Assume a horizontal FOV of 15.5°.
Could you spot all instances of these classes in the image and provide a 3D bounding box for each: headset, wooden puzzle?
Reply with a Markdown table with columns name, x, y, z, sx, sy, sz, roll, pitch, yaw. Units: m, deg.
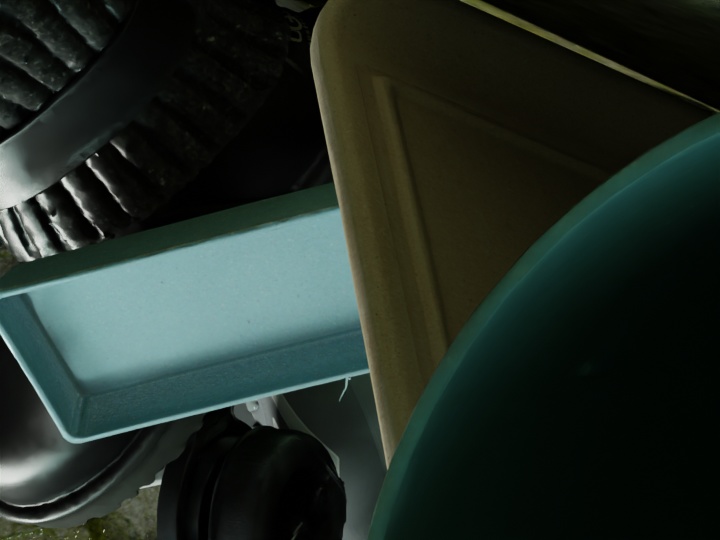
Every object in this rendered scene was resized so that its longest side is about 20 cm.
| name | x | y | z | sx | sy | sz | roll | pitch | yaw |
| --- | --- | --- | --- | --- | --- | --- | --- | --- | --- |
| headset | -0.005 | 0.093 | 0.845 | 0.123 | 0.201 | 0.094 | 29 | -154 | 16 |
| wooden puzzle | 0.073 | 0.032 | 0.613 | 0.185 | 0.037 | 0.200 | 21 | -142 | -24 |

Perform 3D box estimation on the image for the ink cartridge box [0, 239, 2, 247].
| name | x | y | z | sx | sy | sz | roll | pitch | yaw |
| --- | --- | --- | --- | --- | --- | --- | --- | --- | --- |
| ink cartridge box | -0.162 | -0.058 | 0.895 | 0.084 | 0.147 | 0.200 | 23 | 178 | 4 |

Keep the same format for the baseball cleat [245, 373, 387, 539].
| name | x | y | z | sx | sy | sz | roll | pitch | yaw |
| --- | --- | --- | --- | --- | --- | --- | --- | --- | --- |
| baseball cleat | -0.016 | 0.038 | 0.891 | 0.106 | 0.201 | 0.070 | 21 | -142 | 16 |

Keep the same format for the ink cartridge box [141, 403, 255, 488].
| name | x | y | z | sx | sy | sz | roll | pitch | yaw |
| --- | --- | --- | --- | --- | --- | --- | --- | --- | --- |
| ink cartridge box | -0.109 | 0.050 | 0.943 | 0.199 | 0.067 | 0.116 | -9 | 176 | -35 |

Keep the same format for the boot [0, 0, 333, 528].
| name | x | y | z | sx | sy | sz | roll | pitch | yaw |
| --- | --- | --- | --- | --- | --- | --- | --- | --- | --- |
| boot | -0.102 | -0.019 | 0.770 | 0.158 | 0.211 | 0.080 | 17 | -150 | -40 |

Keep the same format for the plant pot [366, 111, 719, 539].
| name | x | y | z | sx | sy | sz | roll | pitch | yaw |
| --- | --- | --- | --- | --- | --- | --- | --- | --- | --- |
| plant pot | 0.119 | 0.063 | 0.448 | 0.200 | 0.201 | 0.161 | 21 | -168 | 18 |

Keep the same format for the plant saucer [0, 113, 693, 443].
| name | x | y | z | sx | sy | sz | roll | pitch | yaw |
| --- | --- | --- | --- | --- | --- | --- | --- | --- | --- |
| plant saucer | 0.000 | 0.000 | 0.731 | 0.199 | 0.019 | 0.070 | -13 | 137 | 10 |
